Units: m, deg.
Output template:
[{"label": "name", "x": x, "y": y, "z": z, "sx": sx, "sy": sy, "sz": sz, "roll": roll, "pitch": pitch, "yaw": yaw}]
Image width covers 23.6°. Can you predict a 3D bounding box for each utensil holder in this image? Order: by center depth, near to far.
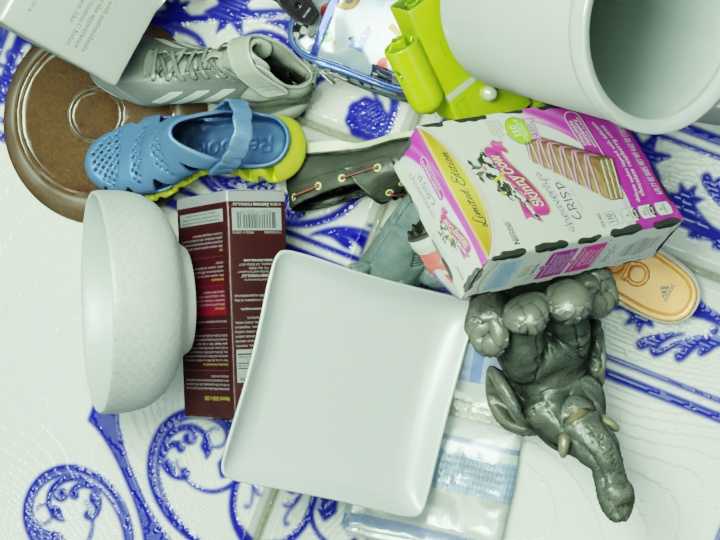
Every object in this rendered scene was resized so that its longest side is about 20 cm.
[{"label": "utensil holder", "x": 0.182, "y": -0.209, "z": 1.389, "sx": 0.170, "sy": 0.200, "sz": 0.170, "roll": -10, "pitch": 108, "yaw": -31}]

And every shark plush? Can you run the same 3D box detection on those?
[{"label": "shark plush", "x": 0.000, "y": 0.000, "z": 1.532, "sx": 0.200, "sy": 0.083, "sz": 0.091, "roll": -32, "pitch": 66, "yaw": 20}]

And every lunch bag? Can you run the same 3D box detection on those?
[{"label": "lunch bag", "x": 0.025, "y": -0.252, "z": 1.538, "sx": 0.160, "sy": 0.076, "sz": 0.200, "roll": 23, "pitch": 92, "yaw": 12}]

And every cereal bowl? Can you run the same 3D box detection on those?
[{"label": "cereal bowl", "x": -0.194, "y": 0.026, "z": 1.519, "sx": 0.083, "sy": 0.200, "sz": 0.200, "roll": -3, "pitch": 88, "yaw": -17}]

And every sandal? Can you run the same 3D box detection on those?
[{"label": "sandal", "x": 0.203, "y": -0.020, "z": 1.507, "sx": 0.207, "sy": 0.059, "sz": 0.079, "roll": 26, "pitch": 93, "yaw": 10}, {"label": "sandal", "x": -0.153, "y": -0.113, "z": 1.518, "sx": 0.200, "sy": 0.087, "sz": 0.080, "roll": -10, "pitch": 74, "yaw": 14}]

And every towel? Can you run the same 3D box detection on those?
[{"label": "towel", "x": 0.071, "y": 0.154, "z": 1.545, "sx": 0.147, "sy": 0.024, "sz": 0.200, "roll": 12, "pitch": 90, "yaw": 9}]

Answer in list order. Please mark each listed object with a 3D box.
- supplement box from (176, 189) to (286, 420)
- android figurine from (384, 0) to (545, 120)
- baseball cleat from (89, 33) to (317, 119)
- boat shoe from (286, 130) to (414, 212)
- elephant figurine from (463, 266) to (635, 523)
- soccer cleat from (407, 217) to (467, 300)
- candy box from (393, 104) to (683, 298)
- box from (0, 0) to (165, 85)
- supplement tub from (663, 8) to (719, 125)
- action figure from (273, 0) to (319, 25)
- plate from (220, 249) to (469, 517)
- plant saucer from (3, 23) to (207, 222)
[{"label": "supplement box", "x": -0.113, "y": 0.031, "z": 1.533, "sx": 0.061, "sy": 0.109, "sz": 0.200, "roll": -1, "pitch": 88, "yaw": -30}, {"label": "android figurine", "x": 0.102, "y": -0.205, "z": 1.485, "sx": 0.182, "sy": 0.041, "sz": 0.200, "roll": -37, "pitch": 121, "yaw": -19}, {"label": "baseball cleat", "x": -0.137, "y": -0.185, "z": 1.529, "sx": 0.200, "sy": 0.106, "sz": 0.070, "roll": 6, "pitch": 68, "yaw": -13}, {"label": "boat shoe", "x": 0.025, "y": -0.089, "z": 1.521, "sx": 0.201, "sy": 0.074, "sz": 0.063, "roll": -7, "pitch": 82, "yaw": 26}, {"label": "elephant figurine", "x": 0.163, "y": 0.096, "z": 1.474, "sx": 0.141, "sy": 0.155, "sz": 0.200, "roll": -5, "pitch": 117, "yaw": 27}, {"label": "soccer cleat", "x": 0.117, "y": -0.052, "z": 1.483, "sx": 0.068, "sy": 0.200, "sz": 0.073, "roll": -18, "pitch": 110, "yaw": 46}, {"label": "candy box", "x": 0.146, "y": -0.064, "z": 1.410, "sx": 0.200, "sy": 0.061, "sz": 0.136, "roll": -12, "pitch": 62, "yaw": -29}, {"label": "box", "x": -0.256, "y": -0.294, "z": 1.508, "sx": 0.200, "sy": 0.131, "sz": 0.199, "roll": 30, "pitch": 91, "yaw": 51}, {"label": "supplement tub", "x": 0.320, "y": -0.227, "z": 1.457, "sx": 0.132, "sy": 0.132, "sz": 0.200, "roll": 9, "pitch": 91, "yaw": 10}, {"label": "action figure", "x": -0.107, "y": -0.296, "z": 1.543, "sx": 0.200, "sy": 0.069, "sz": 0.130, "roll": 40, "pitch": 108, "yaw": 39}, {"label": "plate", "x": -0.013, "y": 0.100, "z": 1.494, "sx": 0.199, "sy": 0.032, "sz": 0.200, "roll": 15, "pitch": 88, "yaw": -25}, {"label": "plant saucer", "x": -0.243, "y": -0.143, "z": 1.602, "sx": 0.200, "sy": 0.034, "sz": 0.200, "roll": 0, "pitch": 90, "yaw": 10}]
